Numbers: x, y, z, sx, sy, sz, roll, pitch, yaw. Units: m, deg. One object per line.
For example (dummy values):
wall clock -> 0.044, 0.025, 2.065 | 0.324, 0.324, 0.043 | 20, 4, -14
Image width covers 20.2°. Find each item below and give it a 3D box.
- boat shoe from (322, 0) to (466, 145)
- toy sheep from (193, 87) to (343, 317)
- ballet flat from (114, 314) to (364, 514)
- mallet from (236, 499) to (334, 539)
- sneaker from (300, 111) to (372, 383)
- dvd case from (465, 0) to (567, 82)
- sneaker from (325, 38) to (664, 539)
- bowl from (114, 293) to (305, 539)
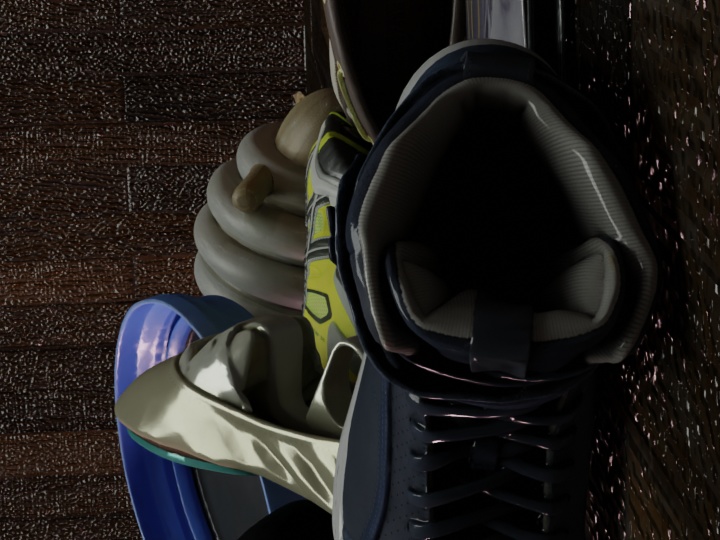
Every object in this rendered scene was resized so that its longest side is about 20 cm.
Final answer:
boat shoe -> 0.011, -0.139, 0.809 | 0.060, 0.071, 0.201 | -111, 15, -61
toy sheep -> -0.032, -0.007, 1.103 | 0.138, 0.137, 0.201 | -99, 23, -62
ballet flat -> -0.015, 0.049, 0.729 | 0.199, 0.069, 0.070 | 18, 118, 40
mallet -> -0.038, 0.180, 0.767 | 0.066, 0.041, 0.201 | -43, -35, -59
sneaker -> 0.000, 0.000, 0.842 | 0.077, 0.075, 0.200 | -55, 18, 23
dvd case -> 0.049, -0.057, 0.655 | 0.149, 0.016, 0.202 | -122, 30, -84
sneaker -> 0.030, 0.043, 0.517 | 0.146, 0.076, 0.204 | -99, 8, -84
bowl -> -0.068, 0.107, 1.022 | 0.200, 0.039, 0.202 | 39, 136, 51
